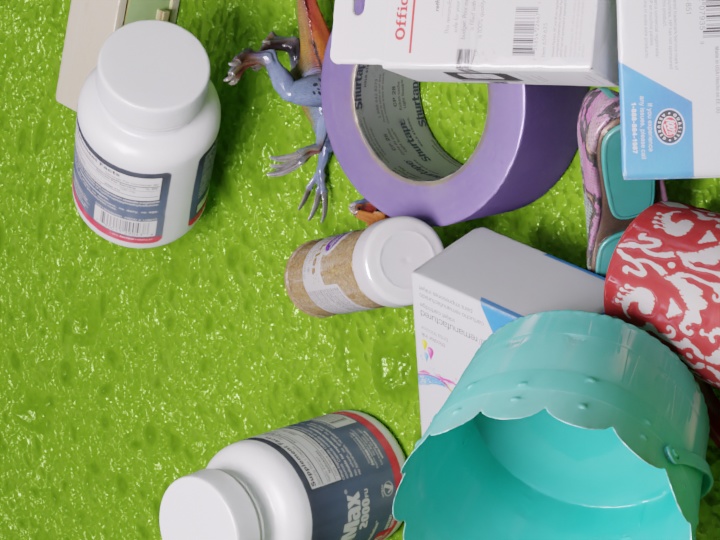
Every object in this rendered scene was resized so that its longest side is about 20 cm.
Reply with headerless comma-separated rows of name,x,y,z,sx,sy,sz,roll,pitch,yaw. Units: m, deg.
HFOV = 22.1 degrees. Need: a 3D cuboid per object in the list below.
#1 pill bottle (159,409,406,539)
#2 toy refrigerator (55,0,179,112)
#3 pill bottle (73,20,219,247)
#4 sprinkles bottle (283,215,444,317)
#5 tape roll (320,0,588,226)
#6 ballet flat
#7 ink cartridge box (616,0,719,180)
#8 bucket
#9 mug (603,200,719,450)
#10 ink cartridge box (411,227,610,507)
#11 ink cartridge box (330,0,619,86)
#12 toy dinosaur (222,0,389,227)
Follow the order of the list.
pill bottle,-0.064,0.192,1.521,0.120,0.200,0.120,10,105,40
toy refrigerator,-0.209,-0.237,1.649,0.070,0.076,0.200,28,115,34
pill bottle,-0.181,-0.117,1.559,0.120,0.120,0.200,55,155,19
sprinkles bottle,0.000,0.000,1.463,0.200,0.068,0.068,167,90,-69
tape roll,0.070,-0.137,1.417,0.200,0.085,0.200,9,104,39
ballet flat,0.189,-0.046,1.330,0.071,0.069,0.200,-109,6,-54
ink cartridge box,0.267,-0.137,1.186,0.200,0.084,0.145,-1,99,10
bucket,0.137,0.136,1.234,0.207,0.135,0.207,12,127,16
mug,0.265,0.050,1.243,0.200,0.133,0.178,24,90,40
ink cartridge box,0.121,0.089,1.377,0.144,0.085,0.200,24,134,37
ink cartridge box,0.085,-0.193,1.295,0.200,0.067,0.116,5,88,27
toy dinosaur,-0.022,-0.125,1.504,0.181,0.105,0.200,34,108,9
